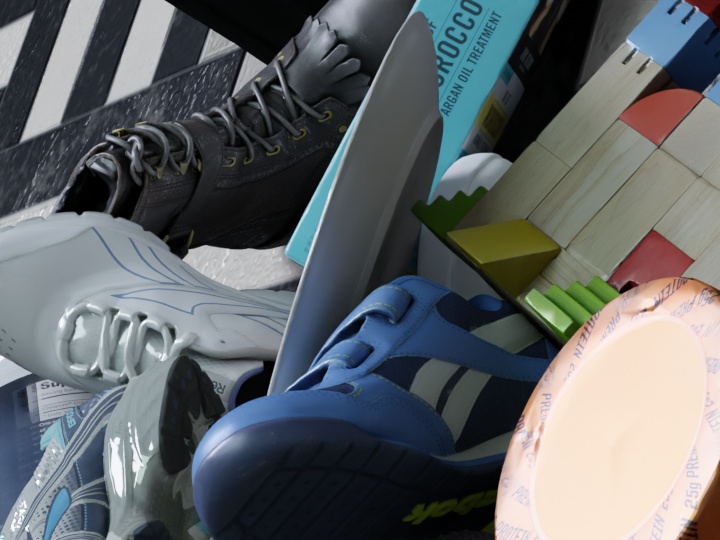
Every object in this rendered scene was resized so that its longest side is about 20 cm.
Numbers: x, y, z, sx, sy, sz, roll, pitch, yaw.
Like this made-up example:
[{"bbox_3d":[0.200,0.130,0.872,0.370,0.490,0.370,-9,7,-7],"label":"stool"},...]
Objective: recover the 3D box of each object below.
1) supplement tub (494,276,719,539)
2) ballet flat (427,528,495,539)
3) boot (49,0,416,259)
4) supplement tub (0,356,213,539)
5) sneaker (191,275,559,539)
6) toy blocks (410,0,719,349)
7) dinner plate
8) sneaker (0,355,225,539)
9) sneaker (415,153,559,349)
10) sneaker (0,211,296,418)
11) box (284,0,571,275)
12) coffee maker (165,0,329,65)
[{"bbox_3d":[0.141,0.087,0.768,0.122,0.199,0.123,-41,33,35],"label":"supplement tub"},{"bbox_3d":[-0.019,0.158,0.968,0.200,0.072,0.072,-38,26,-8],"label":"ballet flat"},{"bbox_3d":[-0.056,-0.060,1.287,0.069,0.174,0.200,45,120,19],"label":"boot"},{"bbox_3d":[-0.121,0.123,1.260,0.141,0.140,0.201,-50,29,22],"label":"supplement tub"},{"bbox_3d":[0.005,0.050,0.974,0.074,0.199,0.083,-42,67,30],"label":"sneaker"},{"bbox_3d":[0.127,-0.015,1.010,0.137,0.100,0.200,-47,43,-1],"label":"toy blocks"},{"bbox_3d":[0.000,0.000,1.080,0.200,0.024,0.202,19,-90,-83],"label":"dinner plate"},{"bbox_3d":[-0.104,0.124,1.101,0.086,0.078,0.201,-18,33,23],"label":"sneaker"},{"bbox_3d":[0.065,0.027,1.129,0.084,0.073,0.201,-8,42,18],"label":"sneaker"},{"bbox_3d":[-0.081,0.029,1.203,0.087,0.198,0.075,-102,26,-75],"label":"sneaker"},{"bbox_3d":[0.040,-0.080,1.230,0.201,0.049,0.082,-62,-10,0],"label":"box"},{"bbox_3d":[-0.081,-0.180,1.407,0.135,0.199,0.193,-44,29,35],"label":"coffee maker"}]
